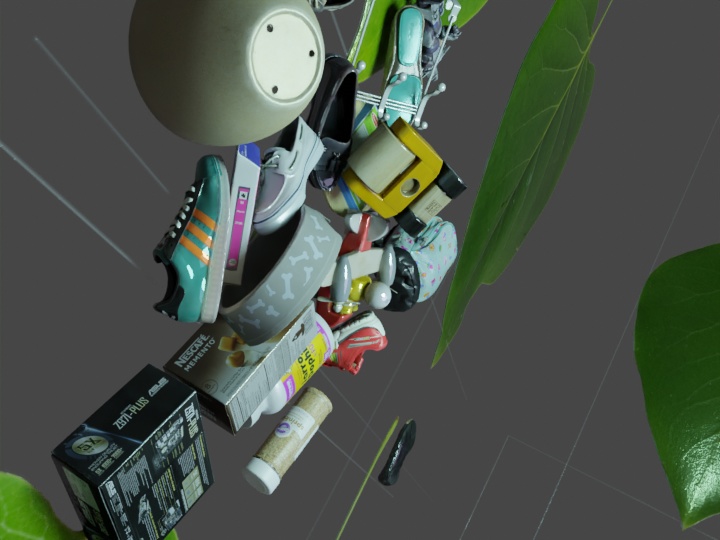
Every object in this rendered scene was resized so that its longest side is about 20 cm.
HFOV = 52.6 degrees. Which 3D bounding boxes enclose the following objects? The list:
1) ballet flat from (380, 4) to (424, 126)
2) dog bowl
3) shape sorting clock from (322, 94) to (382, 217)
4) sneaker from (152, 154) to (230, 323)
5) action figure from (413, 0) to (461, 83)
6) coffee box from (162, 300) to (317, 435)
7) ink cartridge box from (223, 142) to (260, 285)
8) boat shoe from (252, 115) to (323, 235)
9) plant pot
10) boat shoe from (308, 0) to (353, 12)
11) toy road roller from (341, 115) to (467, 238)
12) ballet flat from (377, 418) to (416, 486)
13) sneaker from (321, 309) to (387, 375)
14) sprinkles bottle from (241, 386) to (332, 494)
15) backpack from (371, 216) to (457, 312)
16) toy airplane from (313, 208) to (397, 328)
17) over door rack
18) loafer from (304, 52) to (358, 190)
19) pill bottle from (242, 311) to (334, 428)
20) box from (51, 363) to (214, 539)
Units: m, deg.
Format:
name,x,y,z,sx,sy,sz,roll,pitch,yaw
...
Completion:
name,x,y,z,sx,sy,sz,roll,pitch,yaw
ballet flat,0.066,-0.320,1.176,0.067,0.067,0.203,-141,-121,-69
dog bowl,-0.110,-0.001,0.946,0.058,0.199,0.201,39,70,-22
shape sorting clock,-0.003,-0.185,1.194,0.199,0.039,0.202,-32,133,-42
sneaker,-0.201,-0.040,0.859,0.079,0.071,0.203,6,86,-23
action figure,0.121,-0.397,1.242,0.131,0.069,0.201,-61,159,-27
coffee box,-0.163,0.111,1.025,0.200,0.113,0.080,-49,153,-33
ink cartridge box,-0.150,-0.092,0.913,0.095,0.037,0.203,-109,-153,-65
boat shoe,-0.109,-0.131,0.963,0.067,0.073,0.201,55,32,-31
plant pot,-0.113,-0.219,0.736,0.199,0.134,0.203,-17,117,-38
boat shoe,-0.068,-0.348,0.869,0.199,0.073,0.075,-32,139,-53
toy road roller,0.056,-0.160,1.134,0.123,0.147,0.199,-43,133,13
ballet flat,0.103,0.505,2.044,0.067,0.056,0.201,47,60,-35
sneaker,-0.039,0.148,1.260,0.199,0.086,0.077,-32,-179,28
sprinkles bottle,-0.131,0.305,1.322,0.200,0.068,0.069,-51,152,-35
backpack,0.110,-0.026,1.474,0.200,0.125,0.169,-50,148,-41
toy airplane,0.000,0.000,1.192,0.200,0.141,0.200,-44,160,-22
over door rack,0.060,-0.321,1.089,0.146,0.067,0.203,8,108,-23
loafer,-0.041,-0.205,1.050,0.071,0.063,0.203,-12,122,-33
pill bottle,-0.133,0.151,1.133,0.200,0.103,0.105,-45,148,-41
box,-0.280,0.252,0.930,0.164,0.085,0.202,-46,149,-39
